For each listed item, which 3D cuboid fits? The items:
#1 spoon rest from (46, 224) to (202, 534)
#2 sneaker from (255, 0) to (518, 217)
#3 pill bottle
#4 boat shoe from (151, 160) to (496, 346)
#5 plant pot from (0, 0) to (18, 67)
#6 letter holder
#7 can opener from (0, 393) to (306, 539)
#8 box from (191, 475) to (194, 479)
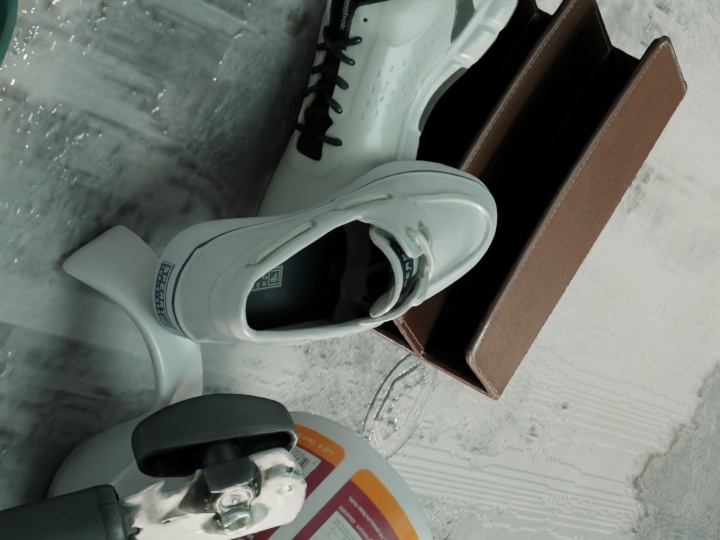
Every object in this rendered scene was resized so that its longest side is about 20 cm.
[{"bbox_3d":[-0.108,0.077,1.260,0.099,0.061,0.200,-38,145,-41],"label":"spoon rest"},{"bbox_3d":[-0.003,-0.089,1.299,0.080,0.074,0.200,36,80,-47],"label":"sneaker"},{"bbox_3d":[-0.064,0.169,1.299,0.200,0.109,0.110,-45,150,-28],"label":"pill bottle"},{"bbox_3d":[0.000,0.000,1.235,0.200,0.065,0.074,-21,116,-40],"label":"boat shoe"},{"bbox_3d":[-0.214,-0.034,0.804,0.200,0.200,0.161,-35,154,-44],"label":"plant pot"},{"bbox_3d":[0.069,-0.058,1.394,0.200,0.100,0.142,-58,160,-9],"label":"letter holder"},{"bbox_3d":[-0.122,0.106,1.199,0.199,0.067,0.053,-14,140,-7],"label":"can opener"},{"bbox_3d":[-0.117,0.188,1.382,0.200,0.035,0.110,-49,152,-25],"label":"box"}]
